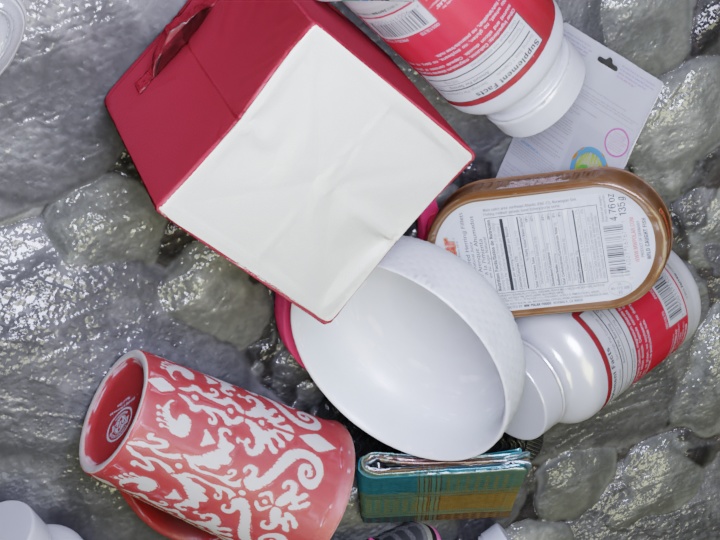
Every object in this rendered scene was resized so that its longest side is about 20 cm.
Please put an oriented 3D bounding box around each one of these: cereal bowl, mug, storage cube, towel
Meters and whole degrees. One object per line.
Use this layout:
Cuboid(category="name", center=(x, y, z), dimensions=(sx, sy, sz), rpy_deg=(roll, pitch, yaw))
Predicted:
Cuboid(category="cereal bowl", center=(0.047, 0.050, 1.258), dimensions=(0.083, 0.199, 0.201), rpy_deg=(-50, 137, -39))
Cuboid(category="mug", center=(-0.133, 0.170, 1.310), dimensions=(0.199, 0.134, 0.178), rpy_deg=(28, 105, -28))
Cuboid(category="storage cube", center=(-0.053, -0.102, 1.149), dimensions=(0.200, 0.180, 0.171), rpy_deg=(36, 101, -34))
Cuboid(category="towel", center=(0.069, 0.191, 1.384), dimensions=(0.145, 0.022, 0.200), rpy_deg=(-2, 160, 0))

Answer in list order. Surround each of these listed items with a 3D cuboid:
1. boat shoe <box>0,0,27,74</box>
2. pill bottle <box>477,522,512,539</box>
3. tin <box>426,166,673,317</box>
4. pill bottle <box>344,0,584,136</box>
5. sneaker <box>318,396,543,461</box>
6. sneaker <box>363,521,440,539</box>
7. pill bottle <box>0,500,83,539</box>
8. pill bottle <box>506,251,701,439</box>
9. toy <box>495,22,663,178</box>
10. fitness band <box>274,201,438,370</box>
Cuboid(category="boat shoe", center=(-0.310, -0.120, 1.098), dimensions=(0.199, 0.069, 0.072), rpy_deg=(-37, 126, 1))
Cuboid(category="pill bottle", center=(0.075, 0.334, 1.503), dimensions=(0.199, 0.112, 0.112), rpy_deg=(-37, 126, 2))
Cuboid(category="tin", center=(0.149, -0.021, 1.262), dimensions=(0.198, 0.042, 0.113), rpy_deg=(-6, 102, 18))
Cuboid(category="pill bottle", center=(0.079, -0.191, 1.183), dimensions=(0.112, 0.112, 0.200), rpy_deg=(-46, 126, 8))
Cuboid(category="sneaker", center=(0.064, 0.129, 1.406), dimensions=(0.198, 0.090, 0.071), rpy_deg=(4, 112, 5))
Cuboid(category="sneaker", center=(-0.020, 0.280, 1.454), dimensions=(0.199, 0.074, 0.088), rpy_deg=(-24, 132, -2))
Cuboid(category="pill bottle", center=(-0.258, 0.287, 1.337), dimensions=(0.112, 0.112, 0.201), rpy_deg=(-32, 126, -2))
Cuboid(category="pill bottle", center=(0.191, 0.059, 1.347), dimensions=(0.199, 0.112, 0.113), rpy_deg=(-32, 130, -33))
Cuboid(category="toy", center=(0.176, -0.087, 1.304), dimensions=(0.047, 0.115, 0.201), rpy_deg=(2, 119, -47))
Cuboid(category="fitness band", center=(0.000, 0.000, 1.323), dimensions=(0.142, 0.037, 0.202), rpy_deg=(-2, 119, -18))
